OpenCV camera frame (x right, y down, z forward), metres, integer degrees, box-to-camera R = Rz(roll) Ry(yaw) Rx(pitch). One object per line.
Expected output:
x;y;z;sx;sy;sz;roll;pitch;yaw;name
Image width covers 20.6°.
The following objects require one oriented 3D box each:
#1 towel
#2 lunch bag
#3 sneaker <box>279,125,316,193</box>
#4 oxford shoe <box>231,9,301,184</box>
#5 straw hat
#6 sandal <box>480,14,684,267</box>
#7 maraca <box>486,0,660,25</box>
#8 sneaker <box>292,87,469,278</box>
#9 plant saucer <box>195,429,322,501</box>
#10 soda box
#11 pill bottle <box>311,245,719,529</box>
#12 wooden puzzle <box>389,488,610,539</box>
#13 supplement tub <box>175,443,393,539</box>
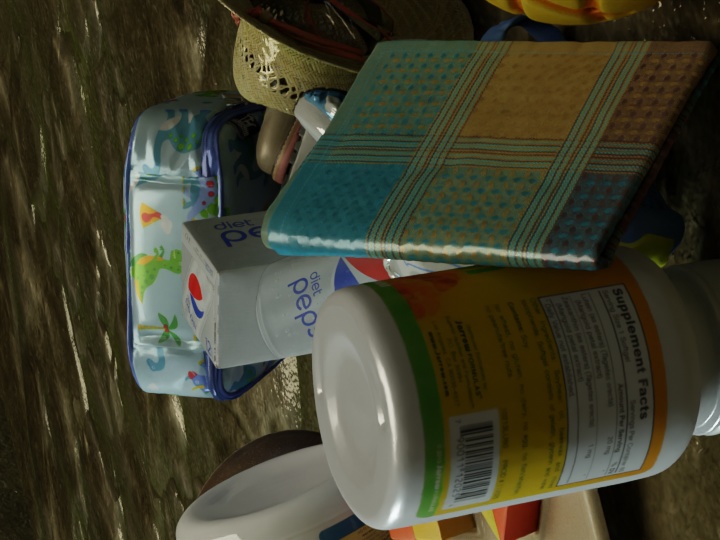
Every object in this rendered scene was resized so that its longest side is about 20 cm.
0.059;-0.057;0.950;0.200;0.147;0.022;5;141;39;towel
-0.095;-0.022;1.347;0.161;0.082;0.201;-30;-58;-69;lunch bag
-0.002;-0.039;1.232;0.076;0.087;0.201;-9;-64;-75;sneaker
-0.052;-0.148;1.306;0.071;0.075;0.201;110;172;-60;oxford shoe
-0.034;-0.134;1.166;0.085;0.201;0.201;-66;35;31;straw hat
0.101;-0.070;1.023;0.200;0.079;0.087;46;114;46;sandal
0.079;-0.173;0.935;0.200;0.107;0.137;6;145;44;maraca
0.032;-0.017;1.070;0.200;0.075;0.087;41;109;4;sneaker
-0.033;0.210;1.364;0.037;0.200;0.201;-8;92;52;plant saucer
0.000;0.000;1.144;0.068;0.199;0.064;-130;37;-55;soda box
0.087;0.049;0.919;0.111;0.199;0.111;171;90;-70;pill bottle
0.074;0.162;1.133;0.185;0.046;0.201;-9;101;56;wooden puzzle
-0.020;0.224;1.257;0.145;0.144;0.201;6;117;70;supplement tub
